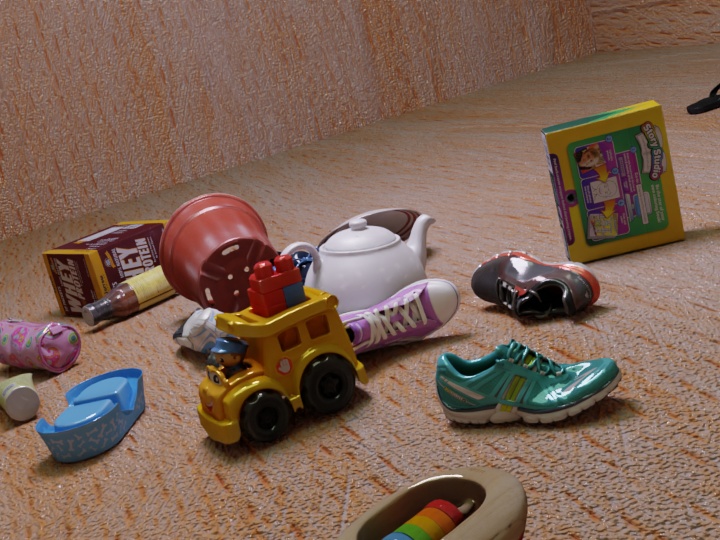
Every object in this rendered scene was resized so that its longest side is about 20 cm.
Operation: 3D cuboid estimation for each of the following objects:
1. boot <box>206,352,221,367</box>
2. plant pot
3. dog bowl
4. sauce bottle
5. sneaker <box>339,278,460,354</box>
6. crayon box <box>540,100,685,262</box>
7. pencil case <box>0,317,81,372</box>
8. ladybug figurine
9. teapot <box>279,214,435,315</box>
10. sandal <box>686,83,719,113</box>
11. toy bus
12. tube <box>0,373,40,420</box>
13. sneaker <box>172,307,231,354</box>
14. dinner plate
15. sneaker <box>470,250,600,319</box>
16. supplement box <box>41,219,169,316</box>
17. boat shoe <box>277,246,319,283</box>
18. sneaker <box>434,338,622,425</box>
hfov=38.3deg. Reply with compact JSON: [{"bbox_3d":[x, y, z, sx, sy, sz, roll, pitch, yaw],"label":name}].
[{"bbox_3d":[-0.107,0.110,1.430,0.129,0.069,0.200,3,27,32],"label":"boot"},{"bbox_3d":[-0.223,-0.008,1.742,0.198,0.203,0.195,-19,23,-15],"label":"plant pot"},{"bbox_3d":[-0.350,0.191,1.372,0.110,0.050,0.200,-12,14,10],"label":"dog bowl"},{"bbox_3d":[-0.434,0.048,1.964,0.065,0.067,0.199,0,19,45],"label":"sauce bottle"},{"bbox_3d":[0.034,0.072,1.353,0.198,0.074,0.114,-24,-2,13],"label":"sneaker"},{"bbox_3d":[0.370,-0.128,1.521,0.170,0.203,0.058,-13,14,6],"label":"crayon box"},{"bbox_3d":[-0.557,0.125,1.766,0.198,0.089,0.087,2,22,46],"label":"pencil case"},{"bbox_3d":[0.051,0.221,0.795,0.199,0.073,0.135,-25,17,-36],"label":"ladybug figurine"},{"bbox_3d":[0.000,0.000,1.499,0.194,0.148,0.200,-4,15,19],"label":"teapot"},{"bbox_3d":[0.848,-0.414,2.417,0.198,0.046,0.075,-20,15,-16],"label":"sandal"},{"bbox_3d":[-0.111,0.087,1.234,0.198,0.195,0.135,-23,18,-24],"label":"toy bus"},{"bbox_3d":[-0.527,0.187,1.587,0.058,0.053,0.199,25,-7,-24],"label":"tube"},{"bbox_3d":[-0.241,0.100,1.604,0.072,0.072,0.200,-49,12,-15],"label":"sneaker"},{"bbox_3d":[0.016,-0.068,1.818,0.197,0.025,0.200,-17,-17,-5],"label":"dinner plate"},{"bbox_3d":[0.215,0.025,1.372,0.198,0.078,0.082,-1,26,46],"label":"sneaker"},{"bbox_3d":[-0.494,-0.005,2.088,0.196,0.135,0.199,1,21,46],"label":"supplement box"},{"bbox_3d":[-0.109,0.001,1.797,0.084,0.070,0.198,-27,18,-38],"label":"boat shoe"},{"bbox_3d":[0.169,0.112,1.073,0.197,0.081,0.078,-8,15,22],"label":"sneaker"}]
